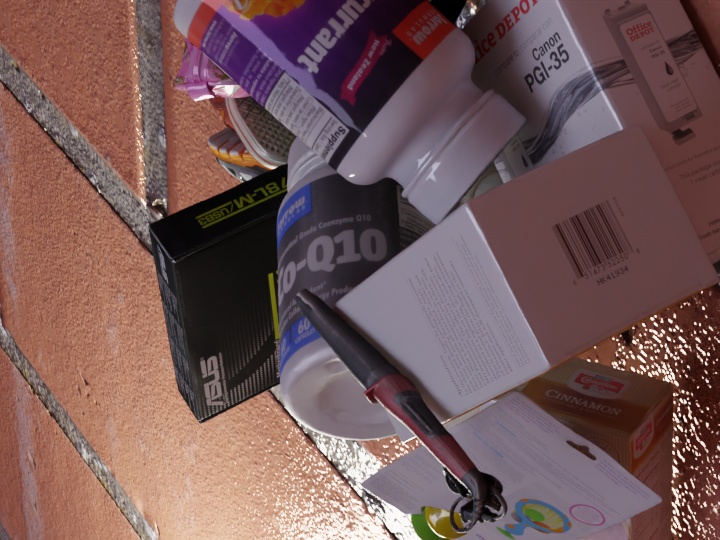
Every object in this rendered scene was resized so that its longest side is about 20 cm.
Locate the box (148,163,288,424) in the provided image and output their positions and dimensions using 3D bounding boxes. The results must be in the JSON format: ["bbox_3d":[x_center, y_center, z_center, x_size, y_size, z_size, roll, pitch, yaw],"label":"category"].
[{"bbox_3d":[-0.058,0.005,1.343,0.048,0.192,0.201,49,155,34],"label":"box"}]

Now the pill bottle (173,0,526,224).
[{"bbox_3d":[-0.003,-0.122,1.035,0.200,0.112,0.111,41,150,1],"label":"pill bottle"}]

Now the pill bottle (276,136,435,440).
[{"bbox_3d":[0.000,0.000,1.176,0.114,0.113,0.201,107,164,-51],"label":"pill bottle"}]

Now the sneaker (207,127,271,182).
[{"bbox_3d":[-0.061,-0.079,1.450,0.200,0.078,0.078,31,146,54],"label":"sneaker"}]

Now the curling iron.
[{"bbox_3d":[0.017,0.077,1.015,0.200,0.025,0.050,47,146,33],"label":"curling iron"}]

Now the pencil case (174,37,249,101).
[{"bbox_3d":[-0.097,-0.229,1.333,0.083,0.086,0.202,-164,76,-70],"label":"pencil case"}]

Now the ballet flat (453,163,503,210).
[{"bbox_3d":[0.103,-0.011,1.205,0.069,0.069,0.202,19,133,56],"label":"ballet flat"}]

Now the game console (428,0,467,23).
[{"bbox_3d":[0.002,-0.227,1.137,0.175,0.116,0.201,28,101,2],"label":"game console"}]

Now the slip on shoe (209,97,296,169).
[{"bbox_3d":[-0.084,-0.136,1.426,0.201,0.073,0.062,-120,32,-49],"label":"slip on shoe"}]

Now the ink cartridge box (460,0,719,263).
[{"bbox_3d":[0.145,-0.084,1.051,0.201,0.082,0.146,64,154,8],"label":"ink cartridge box"}]

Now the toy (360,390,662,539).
[{"bbox_3d":[0.096,0.127,1.124,0.115,0.047,0.200,36,142,-11],"label":"toy"}]

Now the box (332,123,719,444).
[{"bbox_3d":[0.087,0.013,1.000,0.098,0.124,0.200,63,154,5],"label":"box"}]

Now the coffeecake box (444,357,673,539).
[{"bbox_3d":[0.131,0.159,1.208,0.152,0.073,0.202,14,124,30],"label":"coffeecake box"}]
